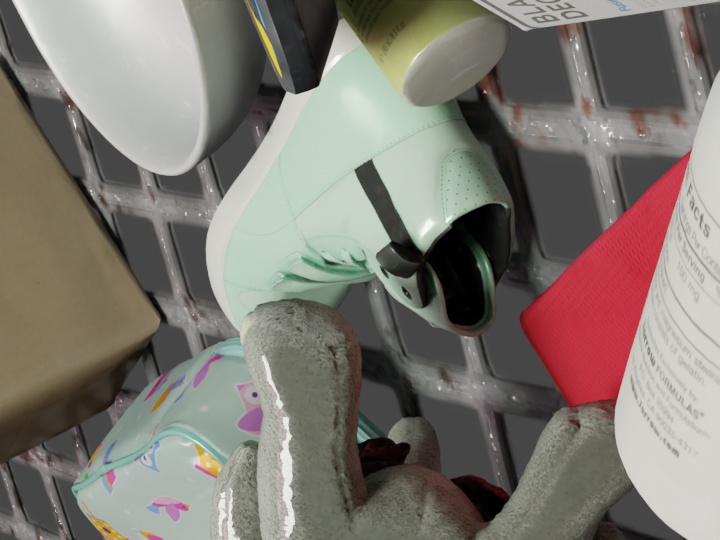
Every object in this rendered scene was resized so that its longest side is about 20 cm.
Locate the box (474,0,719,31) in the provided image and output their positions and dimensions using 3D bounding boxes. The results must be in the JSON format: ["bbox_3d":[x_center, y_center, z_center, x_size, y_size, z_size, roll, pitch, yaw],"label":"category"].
[{"bbox_3d":[0.114,-0.136,0.672,0.199,0.060,0.117,-4,78,34],"label":"box"}]

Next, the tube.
[{"bbox_3d":[-0.015,-0.152,1.011,0.200,0.058,0.052,57,-176,24],"label":"tube"}]

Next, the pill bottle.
[{"bbox_3d":[0.151,-0.014,0.769,0.114,0.114,0.201,43,138,34],"label":"pill bottle"}]

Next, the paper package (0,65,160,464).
[{"bbox_3d":[-0.237,0.015,1.346,0.191,0.199,0.104,57,150,13],"label":"paper package"}]

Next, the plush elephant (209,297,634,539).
[{"bbox_3d":[0.017,0.119,1.024,0.155,0.164,0.201,-159,79,-86],"label":"plush elephant"}]

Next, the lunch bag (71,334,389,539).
[{"bbox_3d":[-0.041,0.115,1.194,0.160,0.077,0.200,41,156,-8],"label":"lunch bag"}]

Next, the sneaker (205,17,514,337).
[{"bbox_3d":[0.000,0.000,1.067,0.119,0.073,0.201,59,149,26],"label":"sneaker"}]

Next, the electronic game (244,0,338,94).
[{"bbox_3d":[-0.055,-0.158,0.923,0.200,0.041,0.201,159,90,-89],"label":"electronic game"}]

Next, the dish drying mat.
[{"bbox_3d":[0.119,0.009,0.944,0.077,0.018,0.200,58,151,10],"label":"dish drying mat"}]

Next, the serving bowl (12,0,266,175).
[{"bbox_3d":[-0.097,-0.145,1.122,0.200,0.066,0.201,48,154,32],"label":"serving bowl"}]
